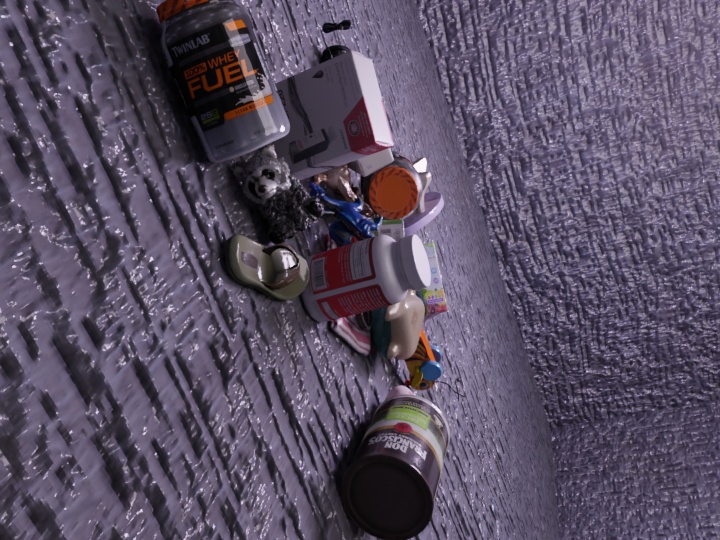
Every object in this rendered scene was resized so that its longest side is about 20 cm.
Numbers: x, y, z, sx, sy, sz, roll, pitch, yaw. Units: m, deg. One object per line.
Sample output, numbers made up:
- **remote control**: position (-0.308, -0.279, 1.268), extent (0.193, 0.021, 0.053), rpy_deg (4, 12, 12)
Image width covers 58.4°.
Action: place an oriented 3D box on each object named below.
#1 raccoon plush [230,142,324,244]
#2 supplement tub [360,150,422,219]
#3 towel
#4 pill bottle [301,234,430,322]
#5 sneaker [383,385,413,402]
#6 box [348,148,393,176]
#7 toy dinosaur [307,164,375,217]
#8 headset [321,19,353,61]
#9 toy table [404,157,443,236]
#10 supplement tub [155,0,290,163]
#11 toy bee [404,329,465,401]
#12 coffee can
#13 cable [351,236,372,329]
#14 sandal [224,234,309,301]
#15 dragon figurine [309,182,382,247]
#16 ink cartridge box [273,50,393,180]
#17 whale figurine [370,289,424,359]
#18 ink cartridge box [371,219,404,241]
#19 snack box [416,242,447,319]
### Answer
- **raccoon plush**: position (-0.133, -0.119, 0.983), extent (0.135, 0.096, 0.200), rpy_deg (56, -7, -11)
- **supplement tub**: position (0.061, -0.172, 1.308), extent (0.200, 0.121, 0.124), rpy_deg (-94, 163, -73)
- **towel**: position (-0.019, 0.042, 1.200), extent (0.146, 0.029, 0.203), rpy_deg (44, 37, -55)
- **pill bottle**: position (0.008, 0.009, 1.046), extent (0.112, 0.197, 0.114), rpy_deg (-15, 90, -70)
- **sneaker**: position (0.086, 0.314, 1.225), extent (0.105, 0.074, 0.204), rpy_deg (-120, -156, -71)
- **box**: position (-0.010, -0.247, 1.243), extent (0.083, 0.068, 0.200), rpy_deg (67, -10, -26)
- **toy dinosaur**: position (-0.053, -0.184, 1.205), extent (0.136, 0.085, 0.203), rpy_deg (48, 20, -66)
- **headset**: position (-0.040, -0.444, 1.398), extent (0.201, 0.092, 0.125), rpy_deg (70, 16, -48)
- **toy table**: position (0.105, -0.169, 1.500), extent (0.200, 0.182, 0.119), rpy_deg (-47, 123, -42)
- **supplement tub**: position (-0.180, -0.254, 0.837), extent (0.123, 0.121, 0.203), rpy_deg (-59, 130, -64)
- **toy bee**: position (0.128, 0.217, 1.372), extent (0.202, 0.108, 0.131), rpy_deg (62, 20, -5)
- **coffee can**: position (0.063, 0.316, 1.060), extent (0.200, 0.144, 0.149), rpy_deg (-47, 120, -68)
- **cable**: position (0.000, 0.000, 1.171), extent (0.097, 0.049, 0.204), rpy_deg (40, 38, -66)
- **sandal**: position (-0.119, -0.004, 0.917), extent (0.200, 0.056, 0.081), rpy_deg (19, 59, -67)
- **dragon figurine**: position (-0.015, -0.074, 1.101), extent (0.099, 0.059, 0.200), rpy_deg (-21, 62, -46)
- **ink cartridge box**: position (-0.066, -0.238, 1.022), extent (0.085, 0.197, 0.148), rpy_deg (-15, 90, -65)
- **whale figurine**: position (0.058, 0.088, 1.231), extent (0.200, 0.102, 0.162), rpy_deg (58, 46, -62)
- **ink cartridge box**: position (0.047, -0.032, 1.240), extent (0.200, 0.058, 0.106), rpy_deg (126, -38, -85)
- **snack box**: position (0.116, 0.037, 1.387), extent (0.200, 0.052, 0.145), rpy_deg (140, -61, -70)
